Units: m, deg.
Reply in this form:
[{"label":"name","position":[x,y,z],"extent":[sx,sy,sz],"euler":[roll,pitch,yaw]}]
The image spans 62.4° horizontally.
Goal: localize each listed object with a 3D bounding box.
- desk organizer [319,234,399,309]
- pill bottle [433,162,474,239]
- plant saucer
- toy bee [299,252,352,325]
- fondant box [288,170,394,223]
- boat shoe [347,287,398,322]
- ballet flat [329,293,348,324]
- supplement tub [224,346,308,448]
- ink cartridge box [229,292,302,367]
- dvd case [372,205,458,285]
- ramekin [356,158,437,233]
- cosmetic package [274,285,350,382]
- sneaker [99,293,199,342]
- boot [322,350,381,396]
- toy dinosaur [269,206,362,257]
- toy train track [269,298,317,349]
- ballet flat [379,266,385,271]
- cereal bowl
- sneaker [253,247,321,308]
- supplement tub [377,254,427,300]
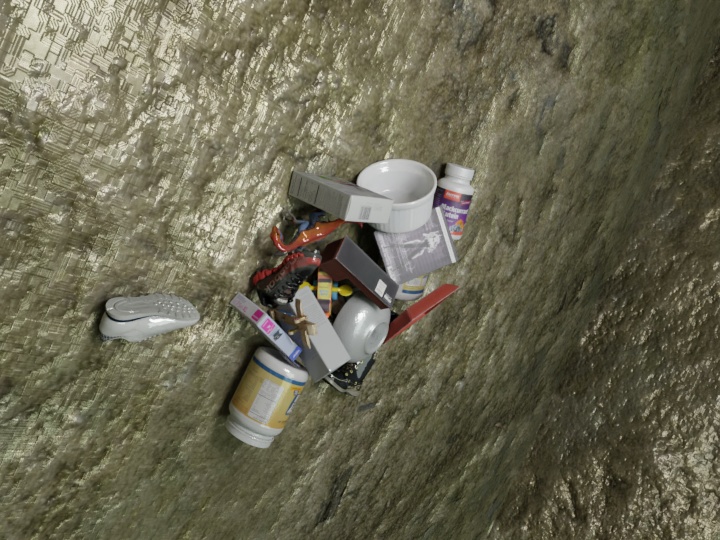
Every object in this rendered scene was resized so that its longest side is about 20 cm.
[{"label":"desk organizer","position":[-0.004,0.013,1.432],"extent":[0.200,0.076,0.073],"euler":[43,53,-26]},{"label":"pill bottle","position":[0.263,-0.201,1.717],"extent":[0.110,0.111,0.204],"euler":[-4,113,-46]},{"label":"plant saucer","position":[0.151,0.113,1.609],"extent":[0.198,0.037,0.200],"euler":[-30,170,-34]},{"label":"toy bee","position":[-0.081,0.066,1.468],"extent":[0.129,0.109,0.203],"euler":[-16,113,8]},{"label":"fondant box","position":[-0.044,-0.164,1.327],"extent":[0.143,0.199,0.059],"euler":[-1,113,-47]},{"label":"boat shoe","position":[0.041,0.110,1.656],"extent":[0.199,0.090,0.072],"euler":[30,88,-51]},{"label":"ballet flat","position":[-0.047,0.148,1.612],"extent":[0.066,0.068,0.202],"euler":[-26,126,-11]},{"label":"supplement tub","position":[-0.226,0.302,1.422],"extent":[0.144,0.144,0.203],"euler":[27,90,-51]},{"label":"ink cartridge box","position":[-0.209,0.139,1.372],"extent":[0.042,0.119,0.201],"euler":[-47,138,-14]},{"label":"dvd case","position":[0.142,-0.062,1.512],"extent":[0.197,0.016,0.151],"euler":[-21,98,-13]},{"label":"ramekin","position":[0.089,-0.182,1.475],"extent":[0.199,0.199,0.099],"euler":[-34,140,-30]},{"label":"cosmetic package","position":[-0.116,0.151,1.408],"extent":[0.071,0.202,0.101],"euler":[-25,171,-34]},{"label":"sneaker","position":[-0.414,0.099,1.174],"extent":[0.198,0.076,0.082],"euler":[4,119,-44]},{"label":"boot","position":[-0.027,0.267,1.678],"extent":[0.155,0.073,0.203],"euler":[-58,148,-4]},{"label":"toy dinosaur","position":[-0.119,-0.095,1.333],"extent":[0.182,0.196,0.107],"euler":[-58,136,-59]},{"label":"toy train track","position":[-0.163,0.118,1.351],"extent":[0.032,0.199,0.117],"euler":[-19,108,-32]},{"label":"ballet flat","position":[0.000,0.000,1.521],"extent":[0.198,0.067,0.067],"euler":[34,110,-16]},{"label":"cereal bowl","position":[0.013,0.153,1.529],"extent":[0.199,0.083,0.203],"euler":[-38,144,-34]},{"label":"sneaker","position":[-0.157,0.022,1.305],"extent":[0.070,0.198,0.100],"euler":[22,51,-46]},{"label":"supplement tub","position":[0.122,-0.036,1.612],"extent":[0.143,0.144,0.204],"euler":[-5,114,-46]}]
